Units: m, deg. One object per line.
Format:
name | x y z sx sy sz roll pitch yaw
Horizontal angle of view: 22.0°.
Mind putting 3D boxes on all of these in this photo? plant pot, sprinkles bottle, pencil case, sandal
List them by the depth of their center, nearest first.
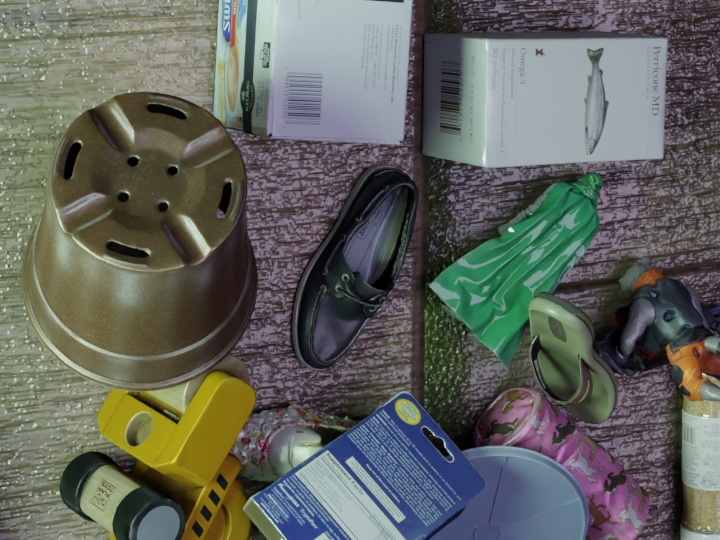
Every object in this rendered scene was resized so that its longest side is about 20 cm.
plant pot | -0.170 -0.032 1.473 0.199 0.198 0.202 3 66 -8
sandal | 0.190 0.092 1.765 0.058 0.079 0.201 -61 148 -22
pencil case | 0.196 0.196 1.815 0.200 0.083 0.087 44 64 -27
sprinkles bottle | 0.363 0.192 1.909 0.068 0.068 0.201 -7 102 -26

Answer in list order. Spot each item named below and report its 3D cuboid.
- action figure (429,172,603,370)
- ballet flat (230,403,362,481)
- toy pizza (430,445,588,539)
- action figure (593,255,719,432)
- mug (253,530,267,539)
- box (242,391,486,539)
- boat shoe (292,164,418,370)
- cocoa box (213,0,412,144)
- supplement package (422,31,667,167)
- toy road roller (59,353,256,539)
action figure | 0.165 -0.018 1.777 0.200 0.055 0.118 -46 114 -9
ballet flat | -0.031 0.163 1.700 0.199 0.064 0.076 3 95 -27
toy pizza | 0.119 0.242 1.773 0.199 0.032 0.201 -4 123 -5
action figure | 0.335 0.059 1.822 0.199 0.194 0.105 -23 150 -42
mug | -0.031 0.305 1.689 0.200 0.148 0.176 -39 102 12
box | 0.008 0.201 1.633 0.200 0.032 0.121 -32 74 -35
boat shoe | 0.002 0.001 1.687 0.074 0.066 0.200 31 84 -29
cocoa box | -0.041 -0.215 1.591 0.133 0.131 0.201 0 99 -27
supplement package | 0.170 -0.161 1.720 0.199 0.117 0.118 -5 100 -27
toy road roller | -0.151 0.167 1.611 0.146 0.123 0.201 33 83 -43
